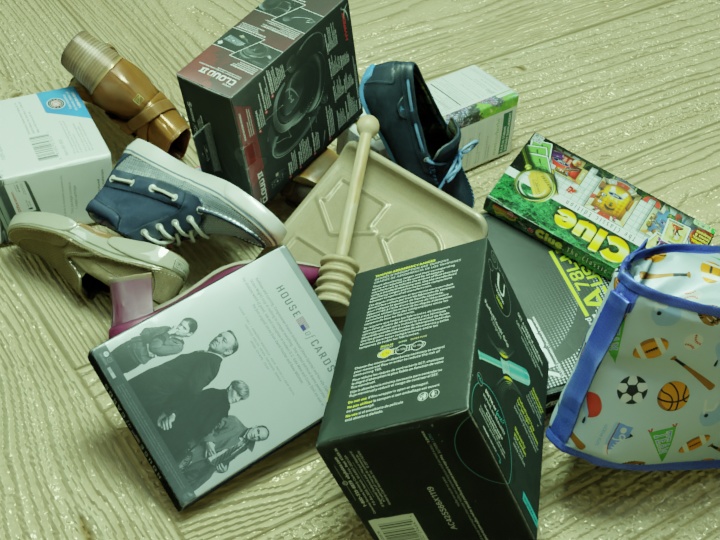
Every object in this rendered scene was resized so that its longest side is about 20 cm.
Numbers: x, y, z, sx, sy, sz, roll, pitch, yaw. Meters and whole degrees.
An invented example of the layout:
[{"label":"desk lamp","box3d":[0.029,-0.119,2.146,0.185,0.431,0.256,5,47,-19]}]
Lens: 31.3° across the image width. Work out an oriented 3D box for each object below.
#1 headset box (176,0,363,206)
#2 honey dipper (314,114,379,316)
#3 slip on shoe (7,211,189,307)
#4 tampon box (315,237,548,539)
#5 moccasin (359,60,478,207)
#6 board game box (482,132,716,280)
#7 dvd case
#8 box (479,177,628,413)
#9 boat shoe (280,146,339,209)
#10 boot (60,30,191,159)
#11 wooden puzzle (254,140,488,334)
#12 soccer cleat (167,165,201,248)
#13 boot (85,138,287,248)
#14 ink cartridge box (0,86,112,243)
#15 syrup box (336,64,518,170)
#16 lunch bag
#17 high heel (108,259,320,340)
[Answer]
[{"label":"headset box","box3d":[-0.090,-0.168,1.265,0.077,0.150,0.200,26,56,30]},{"label":"honey dipper","box3d":[-0.009,-0.055,1.184,0.037,0.038,0.202,8,64,6]},{"label":"slip on shoe","box3d":[-0.260,-0.004,1.228,0.198,0.076,0.061,16,73,17]},{"label":"tampon box","box3d":[0.064,0.103,1.019,0.125,0.151,0.201,-15,33,22]},{"label":"moccasin","box3d":[0.070,-0.124,1.285,0.068,0.200,0.081,-12,46,31]},{"label":"board game box","box3d":[0.225,-0.048,1.207,0.199,0.024,0.105,30,58,13]},{"label":"dvd case","box3d":[-0.107,0.086,1.083,0.199,0.025,0.151,-29,82,-26]},{"label":"box","box3d":[0.206,0.019,1.196,0.191,0.048,0.201,-12,57,-19]},{"label":"boat shoe","box3d":[-0.010,-0.072,1.312,0.199,0.071,0.070,31,57,33]},{"label":"boot","box3d":[-0.251,-0.179,1.418,0.154,0.200,0.074,41,90,-1]},{"label":"wooden puzzle","box3d":[0.000,0.000,1.199,0.184,0.046,0.201,32,82,32]},{"label":"soccer cleat","box3d":[-0.145,-0.086,1.338,0.199,0.067,0.077,-26,69,-33]},{"label":"boot","box3d":[-0.167,-0.047,1.225,0.199,0.073,0.091,26,74,29]},{"label":"ink cartridge box","box3d":[-0.368,-0.103,1.318,0.198,0.085,0.145,-14,42,-21]},{"label":"syrup box","box3d":[0.072,-0.148,1.403,0.199,0.079,0.081,-25,47,-29]},{"label":"lunch bag","box3d":[0.255,0.069,1.048,0.198,0.172,0.124,-1,34,-32]},{"label":"high heel","box3d":[-0.129,0.044,1.164,0.197,0.097,0.067,-7,-3,-3]}]
